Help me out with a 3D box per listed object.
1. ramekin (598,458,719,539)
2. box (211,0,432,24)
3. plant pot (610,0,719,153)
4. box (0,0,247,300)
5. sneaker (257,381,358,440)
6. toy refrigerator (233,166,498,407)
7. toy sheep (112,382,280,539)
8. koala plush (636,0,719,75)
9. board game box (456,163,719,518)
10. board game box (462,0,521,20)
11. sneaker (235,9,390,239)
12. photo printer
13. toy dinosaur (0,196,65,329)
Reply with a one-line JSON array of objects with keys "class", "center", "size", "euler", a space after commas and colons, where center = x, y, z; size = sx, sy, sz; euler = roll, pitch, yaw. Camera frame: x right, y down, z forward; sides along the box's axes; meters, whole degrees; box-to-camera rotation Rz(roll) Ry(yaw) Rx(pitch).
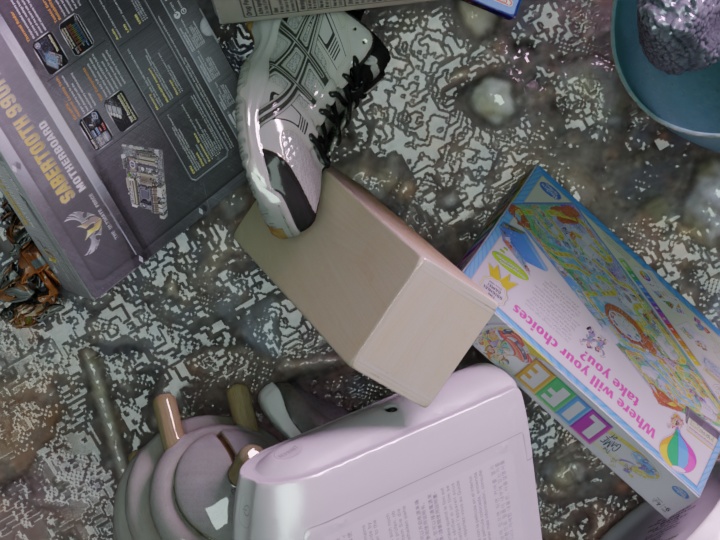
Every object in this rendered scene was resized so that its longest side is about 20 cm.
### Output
[{"class": "ramekin", "center": [0.206, 0.209, 1.070], "size": [0.200, 0.200, 0.105], "euler": [-42, 90, 5]}, {"class": "box", "center": [0.003, -0.226, 0.997], "size": [0.199, 0.128, 0.110], "euler": [-6, 74, 1]}, {"class": "plant pot", "center": [0.273, -0.146, 1.045], "size": [0.135, 0.200, 0.201], "euler": [30, 98, -44]}, {"class": "box", "center": [-0.159, -0.108, 1.040], "size": [0.158, 0.048, 0.201], "euler": [-40, 119, -21]}, {"class": "sneaker", "center": [0.024, 0.119, 1.130], "size": [0.200, 0.077, 0.082], "euler": [36, 87, -14]}, {"class": "toy refrigerator", "center": [0.000, 0.000, 1.045], "size": [0.070, 0.200, 0.076], "euler": [31, 96, -32]}, {"class": "toy sheep", "center": [-0.093, 0.150, 1.079], "size": [0.137, 0.200, 0.139], "euler": [6, 62, -11]}, {"class": "koala plush", "center": [0.172, -0.247, 0.943], "size": [0.184, 0.200, 0.178], "euler": [-37, 51, 18]}, {"class": "board game box", "center": [0.152, 0.042, 1.087], "size": [0.200, 0.135, 0.034], "euler": [42, 135, -4]}, {"class": "board game box", "center": [0.031, -0.260, 1.092], "size": [0.199, 0.045, 0.135], "euler": [23, 96, -2]}, {"class": "sneaker", "center": [-0.026, -0.115, 1.051], "size": [0.087, 0.076, 0.201], "euler": [-5, 63, 10]}, {"class": "photo printer", "center": [0.015, 0.162, 1.018], "size": [0.199, 0.069, 0.167], "euler": [-21, 111, -33]}, {"class": "toy dinosaur", "center": [-0.191, -0.063, 1.110], "size": [0.135, 0.102, 0.201], "euler": [33, 76, -18]}]
